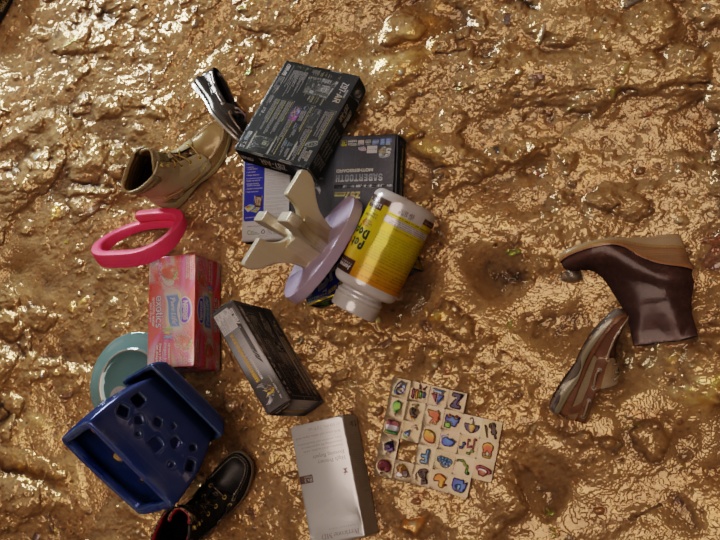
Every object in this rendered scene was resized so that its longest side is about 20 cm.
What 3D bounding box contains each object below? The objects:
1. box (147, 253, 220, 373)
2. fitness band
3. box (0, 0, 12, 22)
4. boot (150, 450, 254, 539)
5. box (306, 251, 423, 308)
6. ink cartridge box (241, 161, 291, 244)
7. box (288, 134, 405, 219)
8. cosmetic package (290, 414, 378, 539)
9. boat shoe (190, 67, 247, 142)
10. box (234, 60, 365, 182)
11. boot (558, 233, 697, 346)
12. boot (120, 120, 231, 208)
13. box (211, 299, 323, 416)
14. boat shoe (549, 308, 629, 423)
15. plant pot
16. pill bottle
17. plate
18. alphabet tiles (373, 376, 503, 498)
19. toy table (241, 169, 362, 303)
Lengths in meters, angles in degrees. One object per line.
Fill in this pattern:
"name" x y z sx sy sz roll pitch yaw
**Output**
"box" -0.314 0.078 1.768 0.094 0.103 0.200 -5 78 19
"fitness band" -0.400 -0.057 1.804 0.200 0.037 0.144 -3 37 36
"box" -0.810 -0.607 2.074 0.200 0.049 0.161 32 96 21
"boot" -0.269 0.400 1.682 0.073 0.151 0.200 42 99 12
"box" 0.000 0.000 1.689 0.200 0.064 0.070 -20 77 16
"ink cartridge box" -0.164 -0.149 1.785 0.094 0.037 0.201 -2 84 20
"box" -0.024 -0.153 1.725 0.200 0.051 0.158 1 84 21
"cosmetic package" -0.044 0.349 1.654 0.101 0.074 0.200 -16 76 18
"boat shoe" -0.245 -0.302 1.803 0.057 0.067 0.200 -43 55 7
"box" -0.104 -0.264 1.733 0.160 0.044 0.200 17 70 27
"boot" 0.412 0.034 1.530 0.200 0.072 0.167 -6 79 16
"boot" -0.332 -0.203 1.788 0.200 0.155 0.073 -46 70 8
"box" -0.155 0.150 1.675 0.048 0.158 0.200 -35 73 10
"boat shoe" 0.365 0.149 1.525 0.072 0.076 0.200 31 115 12
"plant pot" -0.357 0.275 1.677 0.200 0.200 0.180 46 58 -10
"pill bottle" 0.031 -0.023 1.588 0.109 0.109 0.200 27 93 21
"plate" -0.420 0.213 1.834 0.200 0.026 0.201 -3 82 19
"alphabet tiles" 0.130 0.277 1.635 0.200 0.008 0.168 10 86 20
"toy table" -0.099 -0.060 1.622 0.117 0.184 0.200 35 69 -21
